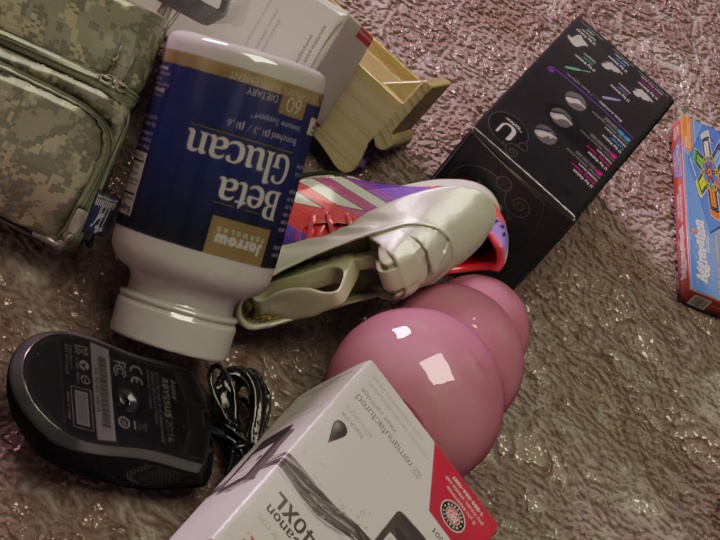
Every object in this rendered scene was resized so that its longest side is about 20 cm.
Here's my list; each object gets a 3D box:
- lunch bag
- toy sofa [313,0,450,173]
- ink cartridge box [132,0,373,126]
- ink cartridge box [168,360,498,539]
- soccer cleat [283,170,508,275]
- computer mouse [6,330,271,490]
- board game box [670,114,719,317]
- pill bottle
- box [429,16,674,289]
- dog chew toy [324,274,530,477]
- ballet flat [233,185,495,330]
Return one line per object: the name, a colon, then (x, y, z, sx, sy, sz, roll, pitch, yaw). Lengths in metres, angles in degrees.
lunch bag: (-0.240, -0.122, 1.408, 0.199, 0.139, 0.169, 24, 86, -14)
toy sofa: (-0.036, -0.171, 1.633, 0.200, 0.098, 0.083, 43, 13, 5)
ink cartridge box: (-0.103, -0.191, 1.524, 0.199, 0.085, 0.146, 33, 3, 7)
ink cartridge box: (-0.023, 0.176, 1.315, 0.146, 0.083, 0.200, 52, 43, -9)
soccer cleat: (0.008, -0.027, 1.508, 0.198, 0.069, 0.073, -1, 31, -12)
computer mouse: (-0.146, 0.104, 1.353, 0.199, 0.053, 0.139, 22, 46, -31)
board game box: (0.311, -0.038, 1.788, 0.102, 0.019, 0.201, 22, 46, -18)
pill bottle: (-0.099, -0.047, 1.396, 0.110, 0.202, 0.111, 16, 3, -1)
box: (0.137, -0.086, 1.638, 0.106, 0.122, 0.200, 41, 43, 2)
dog chew toy: (0.056, 0.066, 1.469, 0.124, 0.125, 0.200, 41, 35, 3)
ballet flat: (0.000, 0.000, 1.451, 0.199, 0.070, 0.070, -16, 55, 7)
